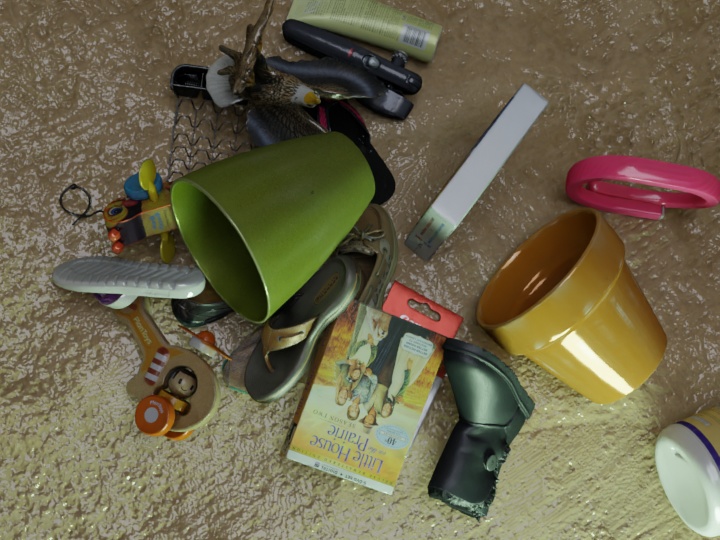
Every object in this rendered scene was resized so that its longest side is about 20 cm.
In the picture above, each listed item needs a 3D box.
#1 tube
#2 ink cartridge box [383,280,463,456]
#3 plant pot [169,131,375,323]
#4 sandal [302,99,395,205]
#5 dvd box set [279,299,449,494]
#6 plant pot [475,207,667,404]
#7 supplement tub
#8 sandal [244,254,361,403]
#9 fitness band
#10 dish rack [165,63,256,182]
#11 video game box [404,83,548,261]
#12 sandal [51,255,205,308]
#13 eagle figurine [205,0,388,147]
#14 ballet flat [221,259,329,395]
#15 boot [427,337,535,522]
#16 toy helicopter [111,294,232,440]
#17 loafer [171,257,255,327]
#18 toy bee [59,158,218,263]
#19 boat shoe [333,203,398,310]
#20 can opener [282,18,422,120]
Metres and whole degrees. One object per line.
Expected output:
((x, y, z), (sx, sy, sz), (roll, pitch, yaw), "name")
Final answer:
((0.008, -0.328, 1.768), (0.198, 0.058, 0.052), (19, 118, -2), "tube")
((0.048, 0.119, 1.676), (0.108, 0.050, 0.202), (28, 76, -3), "ink cartridge box")
((-0.087, -0.073, 1.561), (0.199, 0.187, 0.188), (-35, 86, -23), "plant pot")
((-0.020, -0.175, 1.725), (0.075, 0.045, 0.201), (-37, 87, -21), "sandal")
((0.006, 0.147, 1.598), (0.145, 0.029, 0.202), (22, 87, -17), "dvd box set")
((0.275, 0.057, 1.668), (0.183, 0.200, 0.201), (45, 74, -15), "plant pot")
((0.484, 0.229, 1.680), (0.198, 0.145, 0.147), (-21, 82, -13), "supplement tub")
((-0.076, 0.062, 1.567), (0.201, 0.054, 0.082), (-50, 46, 11), "sandal")
((0.360, -0.105, 1.729), (0.197, 0.144, 0.038), (8, 78, -7), "fitness band")
((-0.172, -0.147, 1.692), (0.151, 0.055, 0.203), (7, 78, -7), "dish rack")
((0.141, -0.118, 1.674), (0.047, 0.182, 0.201), (37, 74, 3), "video game box")
((-0.279, 0.023, 1.604), (0.200, 0.082, 0.050), (5, 113, 22), "sandal")
((-0.078, -0.209, 1.647), (0.151, 0.199, 0.152), (-41, 45, 20), "eagle figurine")
((-0.084, 0.075, 1.650), (0.067, 0.068, 0.201), (30, 78, 44), "ballet flat")
((0.129, 0.195, 1.617), (0.076, 0.200, 0.170), (14, 68, 37), "boot")
((-0.232, 0.096, 1.613), (0.132, 0.079, 0.201), (-37, 70, 8), "toy helicopter")
((-0.136, 0.009, 1.655), (0.198, 0.072, 0.073), (-29, 83, -15), "loafer")
((-0.260, -0.058, 1.615), (0.198, 0.109, 0.131), (-26, 122, 16), "toy bee")
((0.000, 0.000, 1.664), (0.072, 0.063, 0.202), (-7, 61, 23), "boat shoe")
((-0.012, -0.271, 1.740), (0.198, 0.063, 0.079), (29, 75, -3), "can opener")
